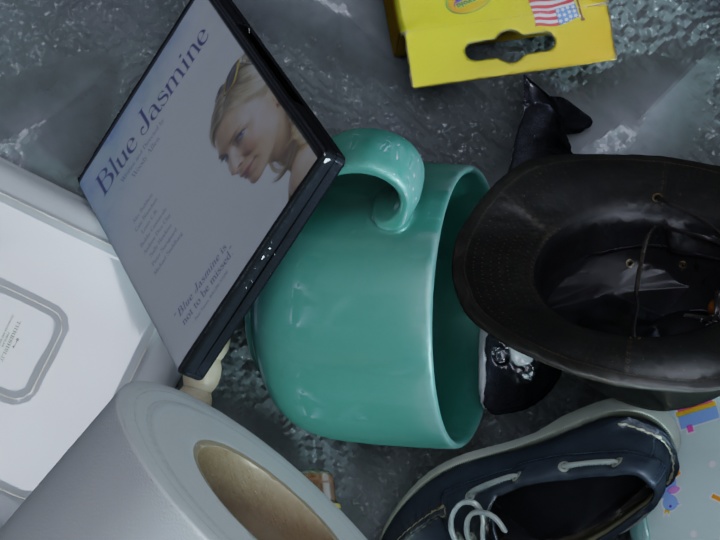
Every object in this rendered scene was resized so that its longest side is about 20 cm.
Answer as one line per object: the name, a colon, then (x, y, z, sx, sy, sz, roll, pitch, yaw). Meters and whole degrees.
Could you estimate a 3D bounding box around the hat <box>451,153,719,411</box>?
hat: (0.147, 0.020, 1.201, 0.200, 0.081, 0.201, -1, 43, 1)

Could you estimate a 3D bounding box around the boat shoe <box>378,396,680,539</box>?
boat shoe: (0.085, 0.136, 1.237, 0.199, 0.062, 0.075, -26, 113, 28)

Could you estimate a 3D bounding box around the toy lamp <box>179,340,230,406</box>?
toy lamp: (-0.096, 0.088, 1.278, 0.058, 0.058, 0.201, 14, 86, -1)

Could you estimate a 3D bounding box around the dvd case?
dvd case: (-0.085, -0.053, 1.236, 0.018, 0.200, 0.143, 22, 111, -34)

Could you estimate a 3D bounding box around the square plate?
square plate: (-0.201, 0.043, 1.300, 0.197, 0.028, 0.201, 25, 78, 0)

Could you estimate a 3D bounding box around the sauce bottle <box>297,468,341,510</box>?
sauce bottle: (-0.030, 0.211, 1.264, 0.064, 0.065, 0.201, -8, 82, -6)

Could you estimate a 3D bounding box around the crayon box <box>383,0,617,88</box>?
crayon box: (0.070, -0.204, 1.355, 0.126, 0.051, 0.201, -8, 79, -5)

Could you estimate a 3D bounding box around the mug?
mug: (0.003, 0.002, 1.251, 0.114, 0.152, 0.186, 2, 106, 18)

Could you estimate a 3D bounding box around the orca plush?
orca plush: (0.116, -0.012, 1.295, 0.071, 0.105, 0.201, 2, 50, 18)

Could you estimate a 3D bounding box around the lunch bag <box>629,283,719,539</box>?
lunch bag: (0.236, 0.089, 1.278, 0.199, 0.122, 0.171, -1, 80, -10)

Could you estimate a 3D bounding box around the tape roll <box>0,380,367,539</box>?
tape roll: (-0.085, 0.171, 1.148, 0.203, 0.203, 0.139, 42, 99, 4)
